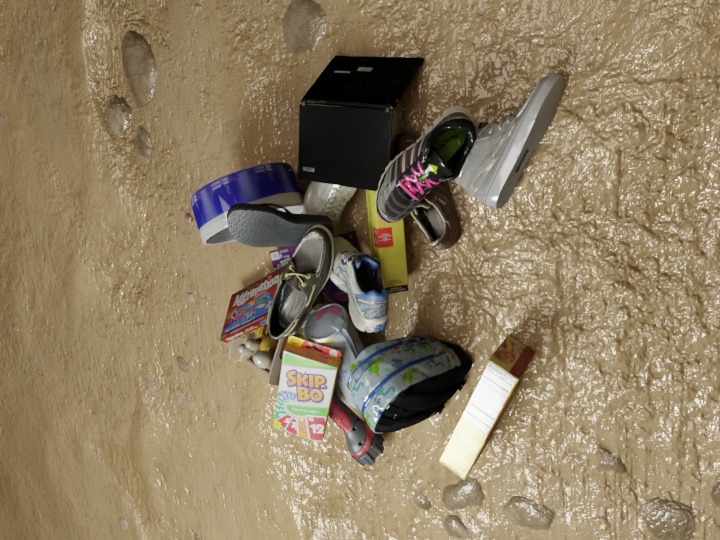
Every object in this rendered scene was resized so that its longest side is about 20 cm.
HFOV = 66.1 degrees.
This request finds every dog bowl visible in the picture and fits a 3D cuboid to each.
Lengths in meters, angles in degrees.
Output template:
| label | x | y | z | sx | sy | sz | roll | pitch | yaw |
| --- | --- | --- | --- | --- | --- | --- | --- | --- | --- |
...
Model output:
| label | x | y | z | sx | sy | sz | roll | pitch | yaw |
| --- | --- | --- | --- | --- | --- | --- | --- | --- | --- |
| dog bowl | -0.201 | -0.118 | 0.995 | 0.197 | 0.198 | 0.081 | -22 | 88 | 33 |

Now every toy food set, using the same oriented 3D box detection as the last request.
| label | x | y | z | sx | sy | sz | roll | pitch | yaw |
| --- | --- | --- | --- | --- | --- | --- | --- | --- | --- |
| toy food set | -0.193 | 0.123 | 1.069 | 0.198 | 0.059 | 0.148 | 12 | 84 | 53 |

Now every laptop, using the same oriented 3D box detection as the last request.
| label | x | y | z | sx | sy | sz | roll | pitch | yaw |
| --- | --- | --- | --- | --- | --- | --- | --- | --- | --- |
| laptop | -0.002 | -0.245 | 0.898 | 0.173 | 0.203 | 0.104 | 13 | 147 | 27 |

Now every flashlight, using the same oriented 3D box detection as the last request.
| label | x | y | z | sx | sy | sz | roll | pitch | yaw |
| --- | --- | --- | --- | --- | --- | --- | --- | --- | --- |
| flashlight | -0.040 | 0.276 | 1.017 | 0.068 | 0.068 | 0.200 | -46 | 109 | -5 |

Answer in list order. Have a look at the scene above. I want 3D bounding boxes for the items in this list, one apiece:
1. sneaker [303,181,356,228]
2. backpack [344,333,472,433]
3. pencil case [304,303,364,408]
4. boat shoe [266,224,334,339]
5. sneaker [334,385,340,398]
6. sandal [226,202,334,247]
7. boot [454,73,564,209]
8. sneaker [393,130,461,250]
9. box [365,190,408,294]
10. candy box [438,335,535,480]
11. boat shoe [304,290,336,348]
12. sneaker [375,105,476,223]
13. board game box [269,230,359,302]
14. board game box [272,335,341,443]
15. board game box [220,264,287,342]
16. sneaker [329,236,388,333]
| label | x | y | z | sx | sy | sz | roll | pitch | yaw |
| --- | --- | --- | --- | --- | --- | --- | --- | --- | --- |
| sneaker | -0.044 | -0.136 | 0.949 | 0.084 | 0.071 | 0.205 | 38 | 118 | 50 |
| backpack | 0.068 | 0.186 | 0.902 | 0.154 | 0.198 | 0.165 | 45 | 121 | 15 |
| pencil case | -0.025 | 0.153 | 0.969 | 0.090 | 0.083 | 0.203 | 26 | 150 | 50 |
| boat shoe | -0.100 | 0.024 | 0.915 | 0.070 | 0.060 | 0.206 | 26 | 110 | 11 |
| sneaker | -0.107 | 0.205 | 1.094 | 0.104 | 0.075 | 0.203 | -37 | 73 | 17 |
| sandal | -0.134 | -0.075 | 0.908 | 0.076 | 0.196 | 0.043 | -50 | 52 | 31 |
| boot | 0.207 | -0.199 | 0.802 | 0.095 | 0.073 | 0.204 | 36 | 111 | 28 |
| sneaker | 0.101 | -0.130 | 0.879 | 0.070 | 0.075 | 0.204 | -28 | 87 | 33 |
| box | 0.043 | -0.069 | 0.926 | 0.049 | 0.075 | 0.207 | -6 | 102 | -9 |
| candy box | 0.201 | 0.216 | 0.877 | 0.054 | 0.115 | 0.204 | 28 | 115 | 20 |
| boat shoe | -0.070 | 0.074 | 1.011 | 0.070 | 0.077 | 0.203 | -5 | 127 | 26 |
| sneaker | 0.094 | -0.147 | 0.793 | 0.073 | 0.088 | 0.200 | 40 | 102 | -17 |
| board game box | -0.081 | 0.004 | 1.052 | 0.196 | 0.032 | 0.124 | -10 | 93 | 33 |
| board game box | -0.093 | 0.205 | 0.940 | 0.093 | 0.030 | 0.205 | 15 | 120 | 5 |
| board game box | -0.201 | 0.065 | 1.069 | 0.197 | 0.019 | 0.105 | -26 | 44 | 39 |
| sneaker | 0.000 | 0.000 | 0.906 | 0.202 | 0.075 | 0.087 | 58 | 148 | 40 |
